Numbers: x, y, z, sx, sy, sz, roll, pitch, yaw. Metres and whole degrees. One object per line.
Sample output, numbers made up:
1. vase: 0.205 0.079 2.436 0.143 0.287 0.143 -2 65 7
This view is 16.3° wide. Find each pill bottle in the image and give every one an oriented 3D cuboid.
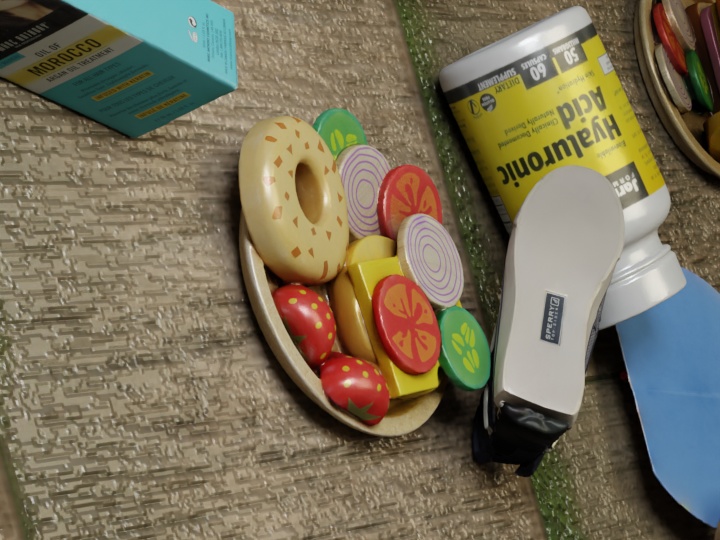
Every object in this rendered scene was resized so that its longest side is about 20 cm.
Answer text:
1. pill bottle: 0.140 -0.065 1.677 0.111 0.111 0.201 -33 98 -57

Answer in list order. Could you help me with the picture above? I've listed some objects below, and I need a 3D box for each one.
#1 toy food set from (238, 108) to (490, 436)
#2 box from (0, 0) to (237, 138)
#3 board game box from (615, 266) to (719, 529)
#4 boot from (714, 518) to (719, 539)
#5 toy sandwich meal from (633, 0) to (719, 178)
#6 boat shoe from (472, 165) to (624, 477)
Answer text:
1. toy food set: 0.000 0.000 1.495 0.198 0.048 0.201 -10 79 -57
2. box: -0.159 -0.135 1.316 0.200 0.082 0.049 24 53 -47
3. board game box: 0.226 0.095 1.776 0.157 0.039 0.201 6 64 -47
4. boot: 0.324 0.247 1.708 0.076 0.155 0.201 -31 122 -14
5. toy sandwich meal: 0.293 -0.161 1.990 0.205 0.070 0.206 32 47 -42
6. boat shoe: 0.111 0.034 1.586 0.074 0.093 0.201 20 56 -3
